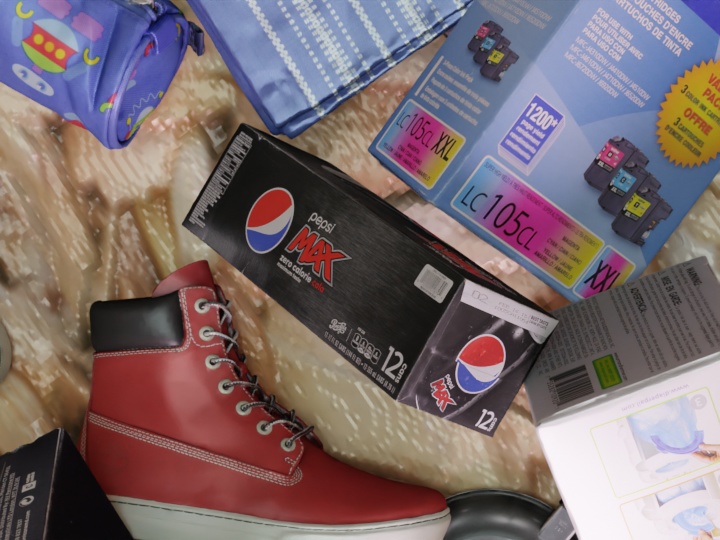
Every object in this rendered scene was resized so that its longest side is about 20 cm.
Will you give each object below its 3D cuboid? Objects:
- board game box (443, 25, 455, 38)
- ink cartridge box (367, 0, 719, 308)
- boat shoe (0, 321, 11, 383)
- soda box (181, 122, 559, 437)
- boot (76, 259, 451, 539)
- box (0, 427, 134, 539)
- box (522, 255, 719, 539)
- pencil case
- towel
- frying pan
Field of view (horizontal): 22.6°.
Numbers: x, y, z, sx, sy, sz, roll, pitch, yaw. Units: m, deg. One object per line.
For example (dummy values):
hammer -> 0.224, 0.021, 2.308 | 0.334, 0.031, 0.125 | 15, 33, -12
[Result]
board game box -> 0.081, -0.234, 0.908 | 0.199, 0.041, 0.200 | -36, 87, 7
ink cartridge box -> 0.118, -0.095, 0.857 | 0.136, 0.076, 0.200 | 32, 95, -37
boat shoe -> -0.266, -0.009, 0.947 | 0.075, 0.062, 0.200 | -37, 86, 9
soda box -> 0.000, 0.000, 0.853 | 0.200, 0.071, 0.063 | 38, 101, 48
boot -> -0.049, 0.070, 0.917 | 0.200, 0.072, 0.145 | 6, 90, 13
box -> -0.183, 0.210, 0.882 | 0.182, 0.104, 0.200 | -23, 117, 9
box -> 0.154, 0.114, 0.842 | 0.101, 0.113, 0.200 | -21, 110, 7
pencil case -> -0.182, -0.143, 0.924 | 0.200, 0.078, 0.087 | 31, 124, 5
towel -> 0.004, -0.175, 0.891 | 0.200, 0.024, 0.145 | -33, 86, 6
frying pan -> 0.101, 0.154, 0.924 | 0.190, 0.031, 0.115 | -27, 88, 10
